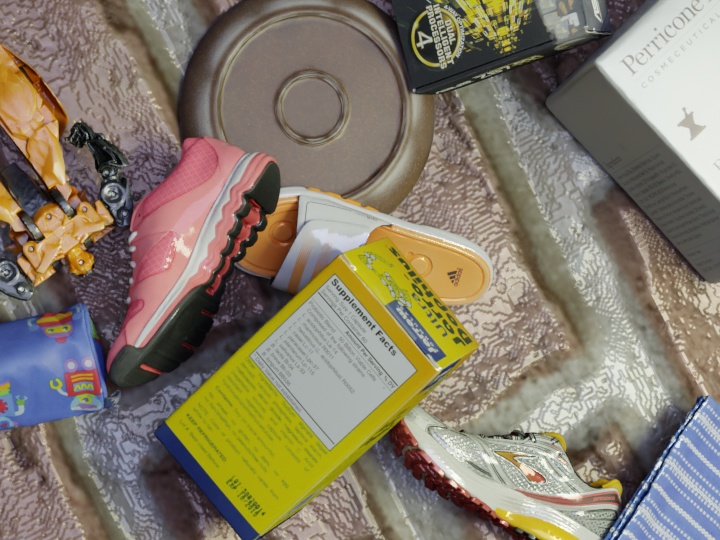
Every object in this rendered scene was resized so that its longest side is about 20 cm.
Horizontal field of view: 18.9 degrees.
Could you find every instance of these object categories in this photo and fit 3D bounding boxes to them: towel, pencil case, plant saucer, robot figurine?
[{"bbox_3d":[0.256,0.214,1.636,0.145,0.024,0.201,41,74,-21],"label":"towel"},{"bbox_3d":[-0.279,0.087,1.575,0.199,0.087,0.078,-15,46,-9],"label":"pencil case"},{"bbox_3d":[-0.039,-0.122,1.648,0.199,0.032,0.202,0,86,-7],"label":"plant saucer"},{"bbox_3d":[-0.259,-0.077,1.600,0.145,0.058,0.201,-36,90,-9],"label":"robot figurine"}]

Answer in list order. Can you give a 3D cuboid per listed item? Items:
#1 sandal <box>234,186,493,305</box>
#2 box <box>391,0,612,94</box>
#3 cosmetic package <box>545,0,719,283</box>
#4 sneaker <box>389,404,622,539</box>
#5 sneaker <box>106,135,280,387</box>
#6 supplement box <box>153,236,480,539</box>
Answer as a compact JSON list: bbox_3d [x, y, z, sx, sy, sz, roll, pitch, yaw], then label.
[{"bbox_3d":[0.002,-0.007,1.615,0.205,0.059,0.080,10,118,-7],"label":"sandal"},{"bbox_3d":[0.091,-0.249,1.620,0.160,0.049,0.201,-15,84,32],"label":"box"},{"bbox_3d":[0.275,-0.123,1.622,0.165,0.165,0.200,-44,92,-10],"label":"cosmetic package"},{"bbox_3d":[0.109,0.150,1.630,0.199,0.078,0.083,30,78,-14],"label":"sneaker"},{"bbox_3d":[-0.139,-0.009,1.582,0.086,0.074,0.201,28,81,20],"label":"sneaker"},{"bbox_3d":[-0.030,0.085,1.549,0.200,0.109,0.109,-43,83,19],"label":"supplement box"}]
